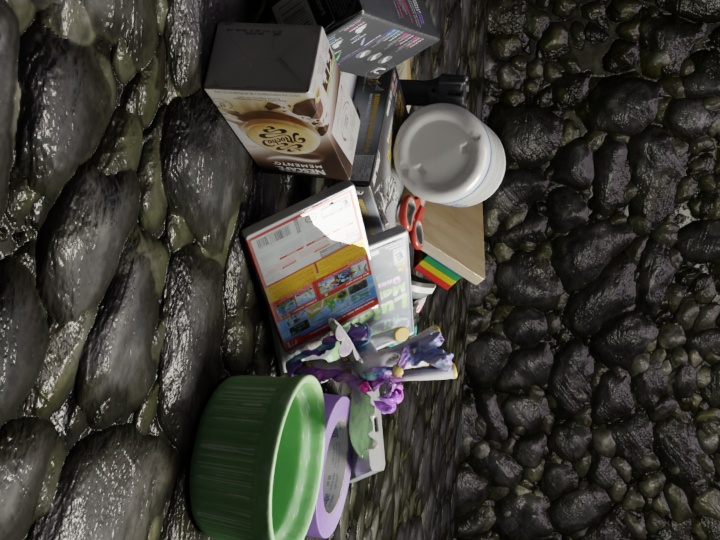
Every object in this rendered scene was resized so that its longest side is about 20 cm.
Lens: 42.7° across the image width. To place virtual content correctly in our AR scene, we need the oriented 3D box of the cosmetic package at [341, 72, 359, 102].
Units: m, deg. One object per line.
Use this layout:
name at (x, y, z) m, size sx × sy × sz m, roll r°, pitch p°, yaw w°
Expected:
cosmetic package at (-0.048, -0.250, 1.174) m, size 0.200 × 0.074 × 0.102 m, roll -66°, pitch 158°, yaw -50°

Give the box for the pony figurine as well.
pony figurine at (0.012, 0.123, 1.134) m, size 0.193 × 0.199 × 0.168 m, roll -166°, pitch -115°, yaw -73°

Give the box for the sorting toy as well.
sorting toy at (0.096, -0.084, 1.433) m, size 0.070 × 0.199 × 0.199 m, roll -42°, pitch -152°, yaw 36°

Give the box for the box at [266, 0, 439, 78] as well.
box at (-0.011, -0.306, 1.057) m, size 0.200 × 0.106 × 0.123 m, roll -8°, pitch 75°, yaw -61°

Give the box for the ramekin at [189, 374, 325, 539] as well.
ramekin at (-0.112, 0.211, 1.023) m, size 0.200 × 0.097 × 0.201 m, roll 5°, pitch 90°, yaw -77°

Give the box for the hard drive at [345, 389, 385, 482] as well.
hard drive at (-0.002, 0.254, 1.430) m, size 0.200 × 0.026 × 0.133 m, roll 125°, pitch -38°, yaw -68°

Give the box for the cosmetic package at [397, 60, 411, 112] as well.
cosmetic package at (0.037, -0.336, 1.492) m, size 0.106 × 0.071 × 0.201 m, roll -71°, pitch 161°, yaw -43°

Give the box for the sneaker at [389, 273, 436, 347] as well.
sneaker at (0.060, 0.062, 1.447) m, size 0.200 × 0.083 × 0.121 m, roll 19°, pitch 92°, yaw -84°

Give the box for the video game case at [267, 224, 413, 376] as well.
video game case at (-0.022, 0.050, 1.203) m, size 0.023 × 0.199 × 0.183 m, roll 48°, pitch -27°, yaw 45°

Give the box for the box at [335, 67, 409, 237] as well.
box at (0.023, -0.154, 1.239) m, size 0.159 × 0.048 × 0.201 m, roll 66°, pitch 31°, yaw -58°

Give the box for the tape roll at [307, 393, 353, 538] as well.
tape roll at (-0.064, 0.277, 1.320) m, size 0.200 × 0.065 × 0.202 m, roll 4°, pitch 90°, yaw -77°

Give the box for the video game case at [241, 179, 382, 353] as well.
video game case at (-0.054, -0.001, 1.116) m, size 0.017 × 0.142 × 0.201 m, roll 49°, pitch -20°, yaw 45°

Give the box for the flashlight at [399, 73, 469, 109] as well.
flashlight at (0.055, -0.261, 1.321) m, size 0.068 × 0.199 × 0.068 m, roll 54°, pitch 42°, yaw -72°

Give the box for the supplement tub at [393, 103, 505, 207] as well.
supplement tub at (0.129, -0.156, 1.286) m, size 0.200 × 0.131 × 0.133 m, roll -3°, pitch 98°, yaw -73°

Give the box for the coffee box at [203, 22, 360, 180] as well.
coffee box at (-0.077, -0.177, 0.993) m, size 0.200 × 0.112 × 0.080 m, roll 58°, pitch 40°, yaw -68°

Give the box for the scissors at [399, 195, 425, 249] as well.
scissors at (0.087, -0.106, 1.347) m, size 0.073 × 0.014 × 0.200 m, roll 62°, pitch 28°, yaw -29°
